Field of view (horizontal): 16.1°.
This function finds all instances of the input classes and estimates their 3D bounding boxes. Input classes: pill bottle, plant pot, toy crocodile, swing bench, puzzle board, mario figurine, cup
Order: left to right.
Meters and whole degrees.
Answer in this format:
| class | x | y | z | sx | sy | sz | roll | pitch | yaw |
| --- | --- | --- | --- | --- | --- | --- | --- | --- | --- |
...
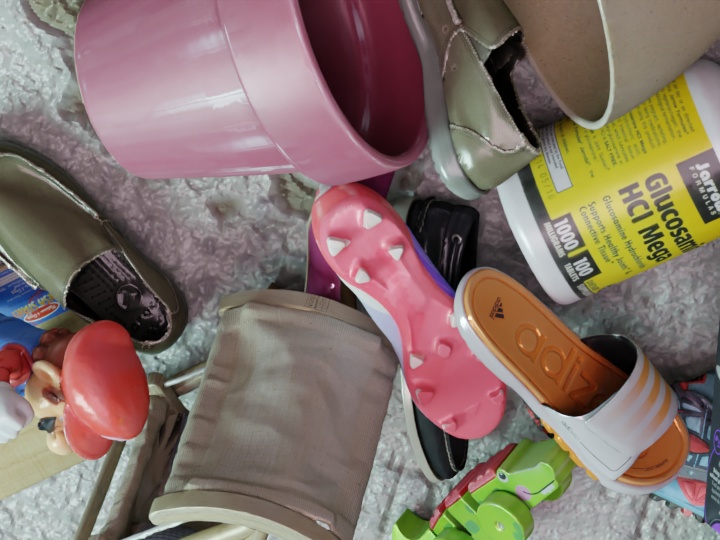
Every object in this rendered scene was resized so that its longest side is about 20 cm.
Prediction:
| class | x | y | z | sx | sy | sz | roll | pitch | yaw |
| --- | --- | --- | --- | --- | --- | --- | --- | --- | --- |
| puzzle board | -0.264 | 0.085 | 1.782 | 0.199 | 0.017 | 0.151 | -26 | 105 | 12 |
| mario figurine | -0.227 | 0.079 | 1.678 | 0.199 | 0.124 | 0.106 | 19 | 142 | 30 |
| swing bench | -0.085 | 0.134 | 1.647 | 0.129 | 0.200 | 0.200 | 33 | 130 | -15 |
| plant pot | -0.073 | -0.140 | 1.602 | 0.178 | 0.200 | 0.201 | -15 | 109 | 26 |
| toy crocodile | 0.087 | 0.156 | 1.719 | 0.062 | 0.068 | 0.200 | 45 | 146 | 0 |
| cup | 0.171 | -0.207 | 1.563 | 0.142 | 0.200 | 0.202 | -22 | 109 | -11 |
| pill bottle | 0.195 | -0.066 | 1.637 | 0.199 | 0.113 | 0.113 | -25 | 107 | 13 |

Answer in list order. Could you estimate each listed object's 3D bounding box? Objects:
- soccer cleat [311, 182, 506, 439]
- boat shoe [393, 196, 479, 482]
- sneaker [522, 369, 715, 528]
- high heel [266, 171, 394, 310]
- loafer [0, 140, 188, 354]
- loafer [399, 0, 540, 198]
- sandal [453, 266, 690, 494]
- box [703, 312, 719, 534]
| class | x | y | z | sx | sy | sz | roll | pitch | yaw |
| --- | --- | --- | --- | --- | --- | --- | --- | --- | --- |
| soccer cleat | 0.033 | 0.022 | 1.643 | 0.066 | 0.077 | 0.200 | -33 | 116 | 6 |
| boat shoe | 0.064 | 0.047 | 1.711 | 0.066 | 0.074 | 0.201 | -2 | 101 | 18 |
| sneaker | 0.206 | 0.104 | 1.731 | 0.199 | 0.079 | 0.096 | 25 | 97 | -12 |
| high heel | 0.000 | 0.000 | 1.697 | 0.096 | 0.067 | 0.201 | 34 | 115 | 2 |
| loafer | -0.193 | -0.016 | 1.702 | 0.199 | 0.070 | 0.075 | 37 | 89 | -13 |
| loafer | 0.073 | -0.149 | 1.600 | 0.069 | 0.075 | 0.202 | -14 | 85 | 25 |
| sandal | 0.145 | 0.070 | 1.625 | 0.206 | 0.080 | 0.059 | 39 | 149 | -22 |
| box | 0.289 | 0.078 | 1.584 | 0.105 | 0.122 | 0.202 | -1 | 103 | -15 |
